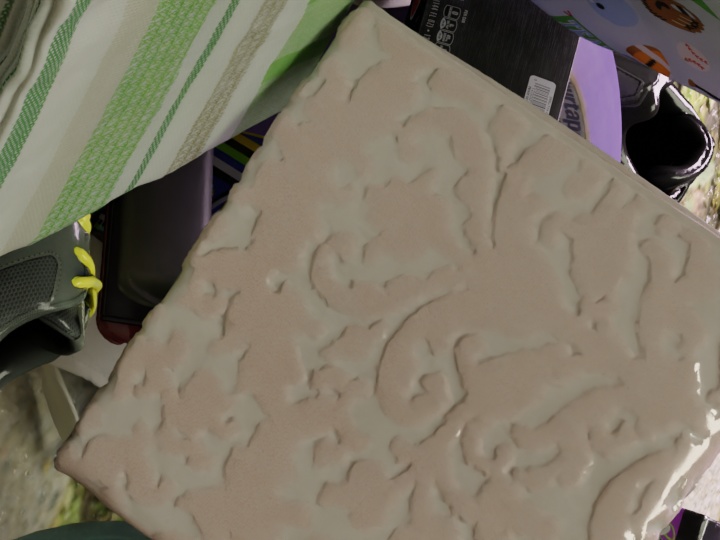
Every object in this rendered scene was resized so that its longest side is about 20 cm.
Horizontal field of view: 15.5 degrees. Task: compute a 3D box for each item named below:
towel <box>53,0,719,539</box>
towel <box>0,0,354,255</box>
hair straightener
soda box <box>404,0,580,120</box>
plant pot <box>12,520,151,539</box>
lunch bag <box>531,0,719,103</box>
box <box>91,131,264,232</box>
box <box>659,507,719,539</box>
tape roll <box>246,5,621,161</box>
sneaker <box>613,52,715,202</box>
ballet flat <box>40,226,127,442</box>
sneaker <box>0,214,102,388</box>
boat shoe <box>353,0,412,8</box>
[{"bbox_3d":[0.023,0.039,0.906,0.200,0.191,0.032,-55,176,-3],"label":"towel"},{"bbox_3d":[-0.062,-0.076,0.840,0.200,0.031,0.149,-31,162,-48],"label":"towel"},{"bbox_3d":[-0.062,-0.074,0.971,0.077,0.041,0.201,126,-25,-61],"label":"hair straightener"},{"bbox_3d":[0.063,-0.139,1.049,0.071,0.063,0.201,126,-19,-74],"label":"soda box"},{"bbox_3d":[-0.077,0.225,0.992,0.201,0.200,0.196,-64,155,-21],"label":"plant pot"},{"bbox_3d":[0.106,-0.130,0.907,0.076,0.160,0.200,-54,139,-9],"label":"lunch bag"},{"bbox_3d":[0.000,0.000,1.008,0.064,0.199,0.070,-63,147,-21],"label":"box"},{"bbox_3d":[0.090,0.109,1.199,0.143,0.199,0.036,24,84,-58],"label":"box"},{"bbox_3d":[0.033,-0.036,1.165,0.200,0.085,0.201,-29,126,-51],"label":"tape roll"},{"bbox_3d":[0.128,-0.040,1.304,0.071,0.098,0.201,-57,148,-33],"label":"sneaker"},{"bbox_3d":[-0.081,0.065,1.045,0.070,0.069,0.200,-59,141,-28],"label":"ballet flat"},{"bbox_3d":[-0.118,-0.013,0.908,0.200,0.084,0.075,-59,172,-19],"label":"sneaker"},{"bbox_3d":[0.023,-0.172,1.119,0.200,0.062,0.075,-51,138,-41],"label":"boat shoe"}]
